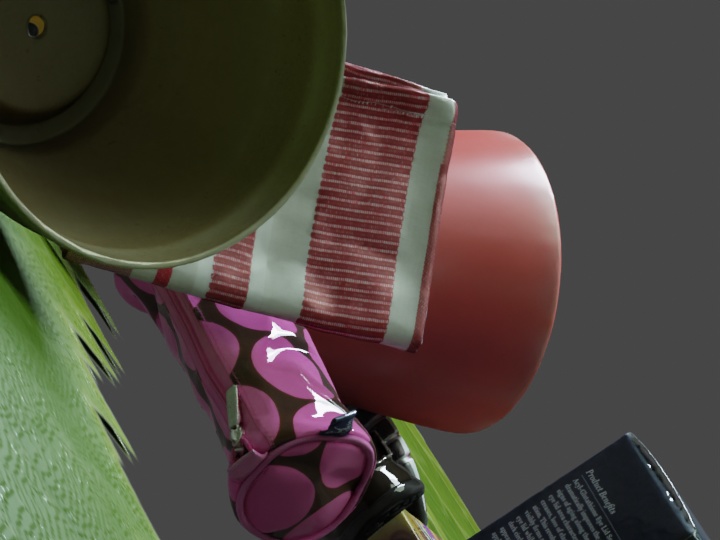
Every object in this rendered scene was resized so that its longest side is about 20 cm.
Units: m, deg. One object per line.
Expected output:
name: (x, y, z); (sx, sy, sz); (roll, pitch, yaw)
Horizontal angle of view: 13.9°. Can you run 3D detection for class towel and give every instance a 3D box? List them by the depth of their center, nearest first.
towel: (-0.048, -0.049, 1.527); (0.199, 0.145, 0.023); (16, -17, -19)

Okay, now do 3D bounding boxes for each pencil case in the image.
pencil case: (-0.066, 0.046, 1.556); (0.093, 0.091, 0.200); (13, 31, -40)

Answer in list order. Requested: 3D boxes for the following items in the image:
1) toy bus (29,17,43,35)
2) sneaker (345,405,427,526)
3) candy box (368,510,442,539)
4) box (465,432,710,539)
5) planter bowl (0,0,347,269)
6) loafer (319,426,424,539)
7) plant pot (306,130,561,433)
toy bus: (-0.189, -0.161, 1.787); (0.065, 0.078, 0.200); (58, 2, 23)
sneaker: (-0.002, 0.084, 1.978); (0.200, 0.076, 0.115); (57, 29, 0)
candy box: (0.048, 0.222, 1.879); (0.117, 0.056, 0.200); (58, 4, 16)
box: (0.124, 0.217, 1.708); (0.148, 0.200, 0.104); (55, 3, -36)
planter bowl: (-0.124, -0.107, 1.348); (0.135, 0.200, 0.201); (11, -39, 54)
loafer: (-0.018, 0.122, 1.786); (0.071, 0.073, 0.200); (53, -7, -8)
plant pot: (0.000, 0.000, 1.849); (0.177, 0.201, 0.201); (6, 33, -29)
